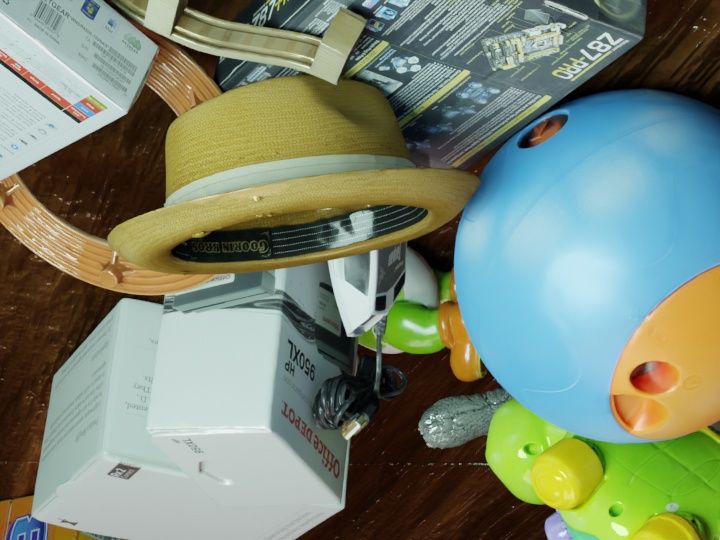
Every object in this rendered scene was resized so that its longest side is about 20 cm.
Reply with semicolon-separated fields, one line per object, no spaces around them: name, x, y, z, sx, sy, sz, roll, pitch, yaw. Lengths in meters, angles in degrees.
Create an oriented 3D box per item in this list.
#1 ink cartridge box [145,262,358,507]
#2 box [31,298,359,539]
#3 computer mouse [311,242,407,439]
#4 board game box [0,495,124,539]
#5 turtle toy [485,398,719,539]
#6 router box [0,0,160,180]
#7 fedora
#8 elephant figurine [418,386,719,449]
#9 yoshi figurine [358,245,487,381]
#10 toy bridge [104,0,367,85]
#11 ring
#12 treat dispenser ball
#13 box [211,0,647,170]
ink cartridge box;-0.060;0.034;1.308;0.084;0.200;0.145;-2;155;18
box;-0.131;0.131;1.626;0.200;0.131;0.199;15;155;-19
computer mouse;0.000;0.000;1.275;0.044;0.200;0.110;10;-160;20
board game box;-0.289;0.351;2.063;0.200;0.200;0.200;-15;148;36
turtle toy;0.161;0.132;1.254;0.200;0.146;0.101;36;134;29
router box;-0.238;-0.133;1.096;0.200;0.049;0.179;39;143;-27
fedora;-0.039;-0.054;1.107;0.200;0.082;0.201;-10;170;-2
elephant figurine;0.166;0.068;1.368;0.200;0.155;0.141;15;179;-36
yoshi figurine;-0.005;0.045;1.441;0.200;0.112;0.112;2;163;14
toy bridge;-0.097;-0.146;1.066;0.200;0.027;0.067;24;154;-1
ring;-0.154;-0.066;1.203;0.200;0.019;0.201;13;128;17
treat dispenser ball;0.154;-0.002;1.178;0.201;0.201;0.201;5;156;2
box;0.033;-0.126;1.117;0.161;0.049;0.200;19;153;-21
